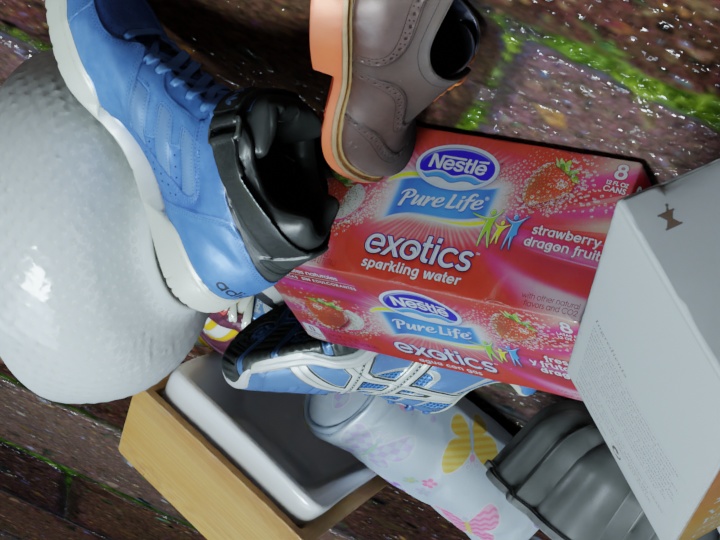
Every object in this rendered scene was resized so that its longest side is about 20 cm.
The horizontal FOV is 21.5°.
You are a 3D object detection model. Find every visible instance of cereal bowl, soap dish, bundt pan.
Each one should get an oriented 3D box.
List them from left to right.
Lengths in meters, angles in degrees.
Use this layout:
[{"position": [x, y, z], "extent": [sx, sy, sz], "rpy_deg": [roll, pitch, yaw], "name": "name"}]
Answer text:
[{"position": [-0.130, -0.025, 1.059], "extent": [0.083, 0.201, 0.200], "rpy_deg": [1, 150, 22], "name": "cereal bowl"}, {"position": [-0.075, 0.130, 1.343], "extent": [0.157, 0.081, 0.200], "rpy_deg": [42, -165, 8], "name": "soap dish"}, {"position": [0.182, 0.154, 1.222], "extent": [0.202, 0.076, 0.202], "rpy_deg": [34, -175, -4], "name": "bundt pan"}]

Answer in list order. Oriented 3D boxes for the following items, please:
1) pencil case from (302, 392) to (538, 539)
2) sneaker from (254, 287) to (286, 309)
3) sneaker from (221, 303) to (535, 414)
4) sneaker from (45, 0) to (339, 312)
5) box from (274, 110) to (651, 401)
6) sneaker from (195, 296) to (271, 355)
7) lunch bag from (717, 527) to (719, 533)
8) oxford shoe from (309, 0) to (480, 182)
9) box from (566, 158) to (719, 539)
[{"position": [0.050, 0.126, 1.356], "extent": [0.200, 0.083, 0.091], "rpy_deg": [37, 152, -29], "name": "pencil case"}, {"position": [0.000, 0.000, 1.178], "extent": [0.200, 0.072, 0.083], "rpy_deg": [38, 121, -21], "name": "sneaker"}, {"position": [0.016, 0.052, 1.122], "extent": [0.199, 0.076, 0.077], "rpy_deg": [-8, 117, 10], "name": "sneaker"}, {"position": [-0.078, -0.086, 0.966], "extent": [0.111, 0.077, 0.201], "rpy_deg": [-24, 88, 37], "name": "sneaker"}, {"position": [0.056, -0.009, 1.021], "extent": [0.199, 0.100, 0.096], "rpy_deg": [12, 154, 29], "name": "box"}, {"position": [-0.094, 0.005, 1.252], "extent": [0.090, 0.075, 0.200], "rpy_deg": [16, 166, 25], "name": "sneaker"}, {"position": [0.294, 0.129, 1.056], "extent": [0.168, 0.139, 0.200], "rpy_deg": [39, 159, 7], "name": "lunch bag"}, {"position": [0.020, -0.092, 0.915], "extent": [0.072, 0.071, 0.200], "rpy_deg": [8, 161, 8], "name": "oxford shoe"}, {"position": [0.191, 0.024, 0.849], "extent": [0.200, 0.152, 0.107], "rpy_deg": [90, 155, -67], "name": "box"}]
